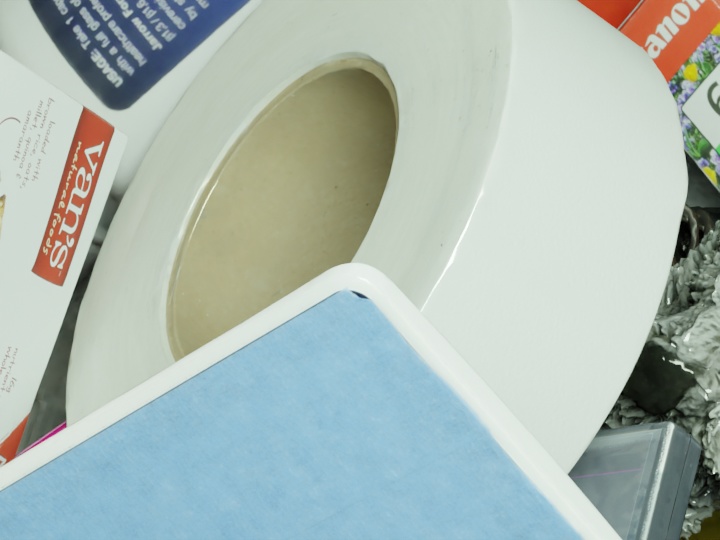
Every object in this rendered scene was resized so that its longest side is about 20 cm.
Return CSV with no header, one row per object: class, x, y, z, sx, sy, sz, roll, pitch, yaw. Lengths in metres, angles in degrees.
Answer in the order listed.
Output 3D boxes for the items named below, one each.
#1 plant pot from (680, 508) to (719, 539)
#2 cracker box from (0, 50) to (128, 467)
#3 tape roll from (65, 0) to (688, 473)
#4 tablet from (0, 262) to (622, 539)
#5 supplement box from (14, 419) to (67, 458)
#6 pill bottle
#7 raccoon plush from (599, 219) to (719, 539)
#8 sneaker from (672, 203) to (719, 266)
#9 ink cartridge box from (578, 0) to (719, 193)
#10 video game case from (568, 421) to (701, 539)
plant pot,0.113,0.164,0.881,0.199,0.200,0.143,-19,94,-12
cracker box,-0.146,-0.008,0.793,0.057,0.200,0.135,16,83,22
tape roll,0.000,0.000,0.841,0.071,0.202,0.203,31,64,-30
tablet,-0.033,0.084,0.770,0.130,0.200,0.014,48,32,-19
supplement box,-0.064,0.157,0.900,0.103,0.101,0.200,-33,74,-14
pill bottle,-0.054,-0.086,0.961,0.200,0.111,0.111,-40,74,13
raccoon plush,0.126,0.016,0.921,0.200,0.134,0.097,-46,106,-22
sneaker,0.099,0.004,0.972,0.199,0.106,0.075,2,68,-5
ink cartridge box,0.146,-0.073,1.003,0.109,0.050,0.200,-12,59,-51
video game case,0.014,0.140,0.792,0.019,0.142,0.201,35,59,-35
